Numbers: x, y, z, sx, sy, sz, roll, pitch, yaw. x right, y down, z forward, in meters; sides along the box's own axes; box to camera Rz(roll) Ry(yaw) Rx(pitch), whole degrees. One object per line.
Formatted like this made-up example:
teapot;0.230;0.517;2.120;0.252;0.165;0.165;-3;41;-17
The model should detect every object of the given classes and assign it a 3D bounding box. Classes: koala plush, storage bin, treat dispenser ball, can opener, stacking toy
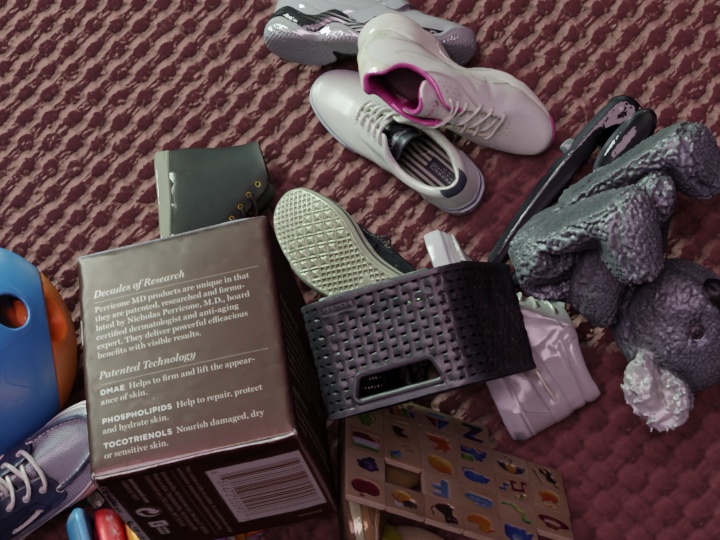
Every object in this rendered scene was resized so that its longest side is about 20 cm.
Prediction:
koala plush;0.239;0.017;1.405;0.183;0.177;0.200;-28;102;46
storage bin;0.050;0.054;1.368;0.134;0.200;0.094;-16;84;17
treat dispenser ball;-0.354;0.076;1.526;0.199;0.201;0.203;-4;75;13
can opener;0.183;-0.073;1.510;0.063;0.079;0.200;45;99;15
stacking toy;-0.148;0.238;1.498;0.199;0.116;0.110;-19;76;-6

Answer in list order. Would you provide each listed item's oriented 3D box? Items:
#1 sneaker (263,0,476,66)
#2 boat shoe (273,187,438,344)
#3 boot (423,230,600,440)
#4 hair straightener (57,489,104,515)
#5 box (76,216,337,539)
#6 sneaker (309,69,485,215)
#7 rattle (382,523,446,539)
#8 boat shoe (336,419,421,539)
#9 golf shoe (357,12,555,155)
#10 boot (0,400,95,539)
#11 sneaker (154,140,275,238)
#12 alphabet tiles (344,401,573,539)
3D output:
sneaker;0.014;-0.250;1.588;0.198;0.075;0.116;5;70;9
boat shoe;0.000;0.000;1.533;0.200;0.062;0.075;39;101;21
boot;0.135;0.041;1.489;0.095;0.074;0.201;-26;80;5
hair straightener;-0.221;0.199;1.534;0.198;0.077;0.041;-9;112;5
box;-0.123;0.095;1.379;0.163;0.166;0.201;-13;59;5
sneaker;0.031;-0.128;1.555;0.199;0.071;0.073;35;86;21
rattle;0.067;0.310;1.439;0.199;0.130;0.144;22;105;-14
boat shoe;0.019;0.167;1.435;0.076;0.072;0.201;4;34;-2
golf shoe;0.081;-0.146;1.510;0.199;0.092;0.075;27;127;-8
boot;-0.292;0.188;1.469;0.200;0.090;0.073;-45;74;22
sneaker;-0.125;-0.032;1.551;0.105;0.075;0.201;-12;64;2
alphabet tiles;0.080;0.168;1.416;0.199;0.167;0.008;19;116;-10
